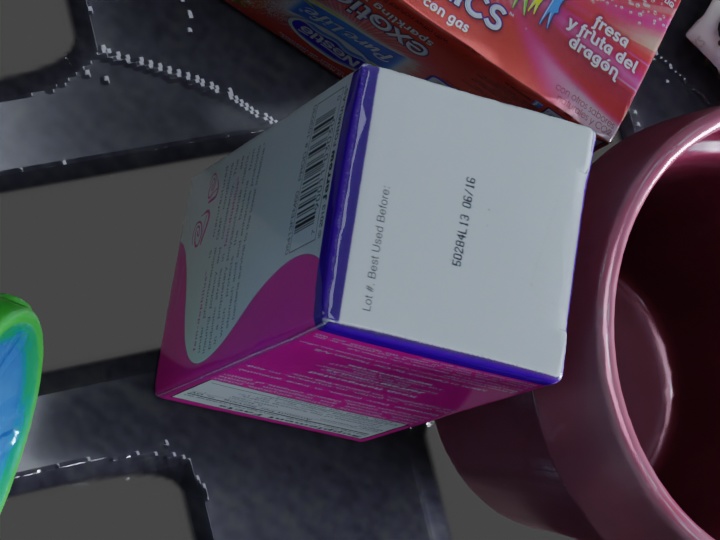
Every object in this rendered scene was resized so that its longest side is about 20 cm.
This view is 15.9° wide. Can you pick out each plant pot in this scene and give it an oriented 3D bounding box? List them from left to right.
[{"bbox_3d":[0.129,0.039,1.072,0.200,0.179,0.200,5,80,-30],"label":"plant pot"}]

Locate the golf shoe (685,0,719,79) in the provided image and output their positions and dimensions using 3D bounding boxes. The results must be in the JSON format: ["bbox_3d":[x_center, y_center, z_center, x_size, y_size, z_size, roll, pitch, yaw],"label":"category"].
[{"bbox_3d":[0.199,-0.089,1.206,0.094,0.078,0.200,-4,79,-6],"label":"golf shoe"}]

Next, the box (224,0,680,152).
[{"bbox_3d":[0.027,-0.133,1.117,0.200,0.100,0.096,32,69,-13],"label":"box"}]

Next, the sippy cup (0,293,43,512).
[{"bbox_3d":[-0.203,0.056,0.946,0.130,0.178,0.140,19,74,7],"label":"sippy cup"}]

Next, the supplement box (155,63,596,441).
[{"bbox_3d":[0.000,0.000,1.024,0.103,0.200,0.101,15,75,-21],"label":"supplement box"}]
